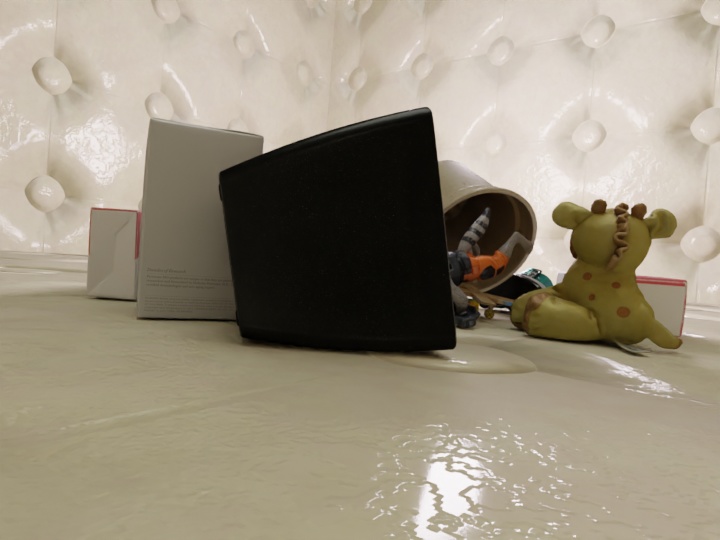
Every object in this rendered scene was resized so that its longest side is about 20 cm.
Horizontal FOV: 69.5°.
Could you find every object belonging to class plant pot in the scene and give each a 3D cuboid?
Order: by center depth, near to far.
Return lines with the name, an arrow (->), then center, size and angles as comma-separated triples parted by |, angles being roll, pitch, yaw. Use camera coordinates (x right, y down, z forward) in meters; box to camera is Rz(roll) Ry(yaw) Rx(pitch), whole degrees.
plant pot -> -0.037, -0.027, 0.494 | 0.176, 0.202, 0.199 | -7, 4, -13
plant pot -> 0.168, -0.092, 0.890 | 0.199, 0.202, 0.184 | 4, 35, -18

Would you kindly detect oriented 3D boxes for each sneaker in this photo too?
sneaker -> 0.305, 0.041, 0.931 | 0.120, 0.084, 0.200 | -6, 3, -17

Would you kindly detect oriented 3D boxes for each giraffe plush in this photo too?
giraffe plush -> 0.283, 0.001, 0.623 | 0.171, 0.164, 0.200 | 4, 1, -14

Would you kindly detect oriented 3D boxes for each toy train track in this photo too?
toy train track -> 0.215, 0.058, 0.797 | 0.198, 0.033, 0.115 | 12, 11, -6

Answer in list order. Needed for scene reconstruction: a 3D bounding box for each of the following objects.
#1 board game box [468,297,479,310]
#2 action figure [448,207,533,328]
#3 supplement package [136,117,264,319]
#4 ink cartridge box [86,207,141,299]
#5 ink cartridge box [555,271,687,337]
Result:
board game box -> 0.103, 0.052, 0.846 | 0.199, 0.030, 0.095 | 0, 5, -35
action figure -> 0.110, -0.006, 0.727 | 0.193, 0.105, 0.199 | -29, 26, -26
supplement package -> -0.184, -0.052, 0.588 | 0.119, 0.202, 0.121 | 3, 2, -23
ink cartridge box -> -0.318, -0.024, 0.759 | 0.067, 0.118, 0.200 | 3, 2, -2
ink cartridge box -> 0.394, 0.046, 0.814 | 0.144, 0.086, 0.200 | 5, 3, 13
